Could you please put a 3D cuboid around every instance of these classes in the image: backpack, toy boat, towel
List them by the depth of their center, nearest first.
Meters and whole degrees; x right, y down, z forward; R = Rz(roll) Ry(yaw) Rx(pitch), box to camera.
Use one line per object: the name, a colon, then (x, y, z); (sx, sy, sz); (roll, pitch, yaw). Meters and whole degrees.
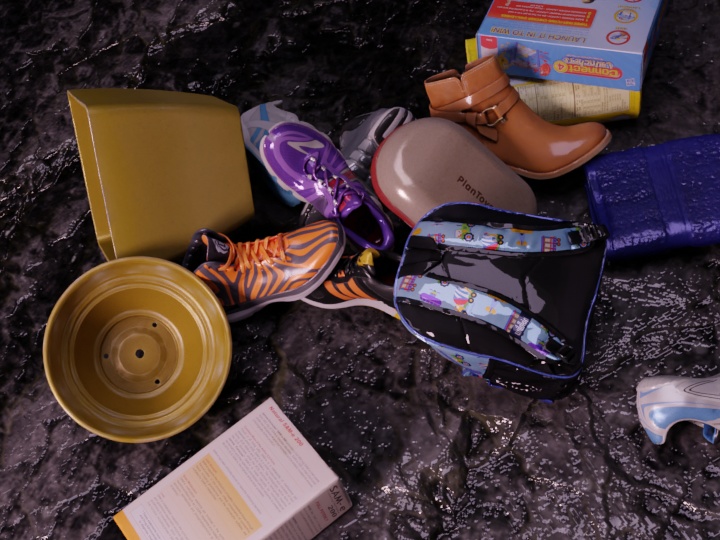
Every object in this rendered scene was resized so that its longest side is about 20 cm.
backpack: (0.138, 0.028, 1.058); (0.199, 0.135, 0.183); (13, 68, 9)
towel: (0.362, -0.082, 1.173); (0.199, 0.050, 0.148); (-10, 55, 9)
toy boat: (0.097, -0.081, 1.191); (0.200, 0.131, 0.131); (40, 68, -11)

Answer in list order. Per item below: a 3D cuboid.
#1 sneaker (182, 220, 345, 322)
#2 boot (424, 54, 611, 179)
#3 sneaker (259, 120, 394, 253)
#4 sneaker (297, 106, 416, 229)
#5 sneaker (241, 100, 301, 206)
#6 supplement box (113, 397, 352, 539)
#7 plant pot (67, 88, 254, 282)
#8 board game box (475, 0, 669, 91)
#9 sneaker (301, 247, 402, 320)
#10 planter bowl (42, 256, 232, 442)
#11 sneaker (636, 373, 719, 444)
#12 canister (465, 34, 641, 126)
sneaker: (-0.119, -0.012, 1.155); (0.199, 0.112, 0.078); (-30, 47, 21)
boot: (0.181, -0.181, 1.203); (0.199, 0.155, 0.074); (-18, 20, 10)
sneaker: (-0.028, -0.096, 1.186); (0.081, 0.200, 0.083); (-48, 12, -2)
sneaker: (-0.014, -0.124, 1.292); (0.200, 0.075, 0.115); (-48, 27, -2)
sneaker: (-0.103, -0.156, 1.308); (0.081, 0.077, 0.200); (-29, 43, -4)
supplement box: (-0.126, 0.241, 1.031); (0.200, 0.074, 0.126); (-36, 54, -13)
plant pot: (-0.235, -0.123, 1.235); (0.176, 0.201, 0.200); (-14, 19, -18)
board game box: (0.265, -0.314, 1.258); (0.199, 0.056, 0.196); (12, 53, 20)
sneaker: (0.000, 0.000, 1.169); (0.199, 0.090, 0.070); (11, 57, 21)
planter bowl: (-0.246, 0.090, 1.146); (0.199, 0.083, 0.202); (2, 81, -12)
sneaker: (0.370, 0.129, 1.007); (0.199, 0.072, 0.073); (-8, 86, 0)
canister: (0.239, -0.240, 1.293); (0.199, 0.087, 0.149); (-8, 51, 6)
